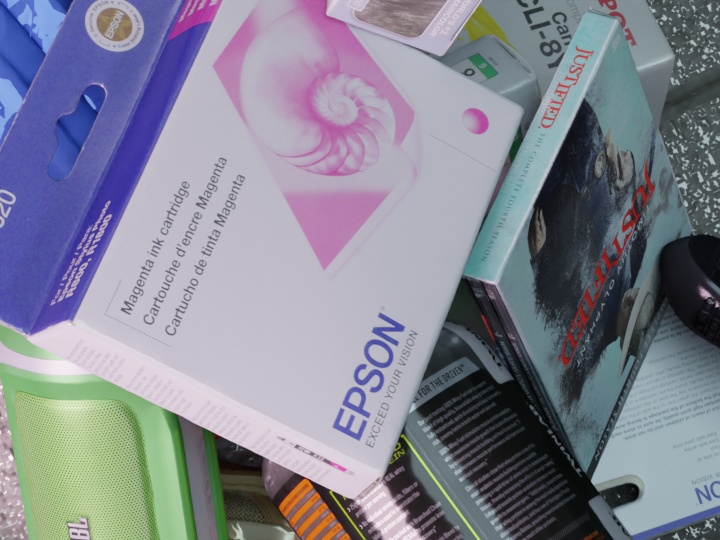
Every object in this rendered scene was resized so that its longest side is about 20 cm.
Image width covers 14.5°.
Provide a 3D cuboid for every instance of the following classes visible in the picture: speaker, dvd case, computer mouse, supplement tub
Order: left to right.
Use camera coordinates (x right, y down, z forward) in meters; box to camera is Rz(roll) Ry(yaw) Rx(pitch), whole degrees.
[{"bbox_3d":[-0.107,0.097,1.249,0.088,0.088,0.200,-12,115,-12],"label":"speaker"},{"bbox_3d":[0.039,0.109,1.272,0.122,0.123,0.200,-34,81,-14],"label":"supplement tub"},{"bbox_3d":[0.106,-0.007,1.322,0.022,0.200,0.146,16,65,24],"label":"dvd case"},{"bbox_3d":[0.225,0.051,1.380,0.200,0.059,0.034,37,120,2],"label":"computer mouse"}]

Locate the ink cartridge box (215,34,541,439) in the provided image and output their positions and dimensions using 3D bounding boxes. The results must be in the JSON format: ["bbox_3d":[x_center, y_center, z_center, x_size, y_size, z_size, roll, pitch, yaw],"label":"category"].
[{"bbox_3d":[0.000,0.000,1.325,0.200,0.161,0.050,-29,45,-16],"label":"ink cartridge box"}]

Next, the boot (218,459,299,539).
[{"bbox_3d":[-0.069,0.171,1.354,0.200,0.073,0.156,13,77,5],"label":"boot"}]

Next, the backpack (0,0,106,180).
[{"bbox_3d":[-0.163,-0.074,1.324,0.163,0.200,0.168,44,76,0],"label":"backpack"}]

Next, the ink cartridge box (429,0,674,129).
[{"bbox_3d":[0.036,-0.113,1.409,0.200,0.083,0.145,-17,64,-13],"label":"ink cartridge box"}]

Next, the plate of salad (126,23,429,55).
[{"bbox_3d":[-0.053,-0.153,1.315,0.200,0.048,0.200,15,37,-12],"label":"plate of salad"}]

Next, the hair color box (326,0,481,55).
[{"bbox_3d":[0.034,-0.205,1.256,0.061,0.099,0.200,18,49,-19],"label":"hair color box"}]

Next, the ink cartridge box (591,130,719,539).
[{"bbox_3d":[0.089,0.050,1.431,0.199,0.041,0.200,-17,84,-13],"label":"ink cartridge box"}]

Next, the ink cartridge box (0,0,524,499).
[{"bbox_3d":[-0.050,-0.032,1.197,0.200,0.043,0.197,27,61,-10],"label":"ink cartridge box"}]
